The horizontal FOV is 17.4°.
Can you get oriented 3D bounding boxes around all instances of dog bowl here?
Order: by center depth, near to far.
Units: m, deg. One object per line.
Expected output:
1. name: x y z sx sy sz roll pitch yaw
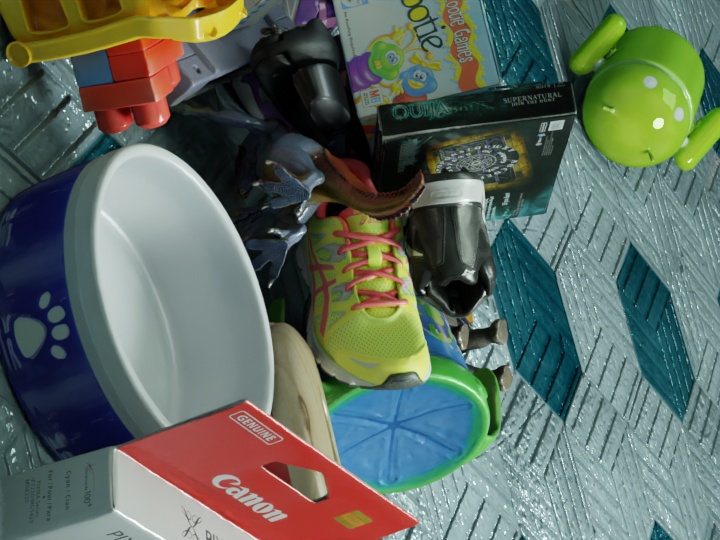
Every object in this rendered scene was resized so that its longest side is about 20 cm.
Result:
1. dog bowl: -0.135 0.030 1.425 0.200 0.078 0.201 46 33 -44

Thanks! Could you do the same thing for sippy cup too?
1. sippy cup: 0.014 0.067 1.677 0.178 0.139 0.131 61 12 -49

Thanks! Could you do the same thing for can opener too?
1. can opener: -0.037 -0.122 1.656 0.200 0.063 0.079 60 20 -78

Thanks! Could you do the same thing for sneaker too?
1. sneaker: 0.000 0.000 1.589 0.201 0.077 0.091 -115 -152 -47
2. sneaker: 0.060 -0.008 1.646 0.200 0.066 0.091 81 2 -81
3. sneaker: -0.045 -0.190 1.769 0.081 0.088 0.201 52 34 -43

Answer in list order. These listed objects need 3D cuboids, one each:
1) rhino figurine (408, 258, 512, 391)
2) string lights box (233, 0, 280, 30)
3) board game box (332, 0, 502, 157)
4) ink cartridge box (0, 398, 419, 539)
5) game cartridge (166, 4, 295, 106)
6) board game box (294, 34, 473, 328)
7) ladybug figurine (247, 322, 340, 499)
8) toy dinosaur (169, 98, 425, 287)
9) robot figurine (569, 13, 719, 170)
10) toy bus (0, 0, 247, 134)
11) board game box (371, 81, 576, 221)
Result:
1. rhino figurine: 0.043 0.035 1.791 0.200 0.087 0.060 47 48 -52
2. string lights box: -0.107 -0.275 1.606 0.201 0.103 0.059 53 24 3
3. board game box: 0.049 -0.131 1.703 0.200 0.102 0.106 67 10 -71
4. ink cartridge box: -0.086 0.150 1.324 0.200 0.175 0.045 40 39 -50
5. game cartridge: -0.120 -0.188 1.625 0.130 0.038 0.200 55 25 0
6. board game box: 0.021 -0.064 1.863 0.200 0.056 0.166 46 35 -45
7. ladybug figurine: -0.050 0.127 1.525 0.136 0.071 0.201 75 2 -61
8. toy dinosaur: -0.046 -0.058 1.606 0.182 0.198 0.106 -71 165 -65
9. robot figurine: 0.297 -0.182 2.475 0.175 0.116 0.200 43 31 -7
10. toy bus: -0.134 -0.187 1.454 0.136 0.198 0.194 -42 119 -62
11. board game box: 0.074 -0.076 1.659 0.200 0.134 0.028 96 -14 -72
